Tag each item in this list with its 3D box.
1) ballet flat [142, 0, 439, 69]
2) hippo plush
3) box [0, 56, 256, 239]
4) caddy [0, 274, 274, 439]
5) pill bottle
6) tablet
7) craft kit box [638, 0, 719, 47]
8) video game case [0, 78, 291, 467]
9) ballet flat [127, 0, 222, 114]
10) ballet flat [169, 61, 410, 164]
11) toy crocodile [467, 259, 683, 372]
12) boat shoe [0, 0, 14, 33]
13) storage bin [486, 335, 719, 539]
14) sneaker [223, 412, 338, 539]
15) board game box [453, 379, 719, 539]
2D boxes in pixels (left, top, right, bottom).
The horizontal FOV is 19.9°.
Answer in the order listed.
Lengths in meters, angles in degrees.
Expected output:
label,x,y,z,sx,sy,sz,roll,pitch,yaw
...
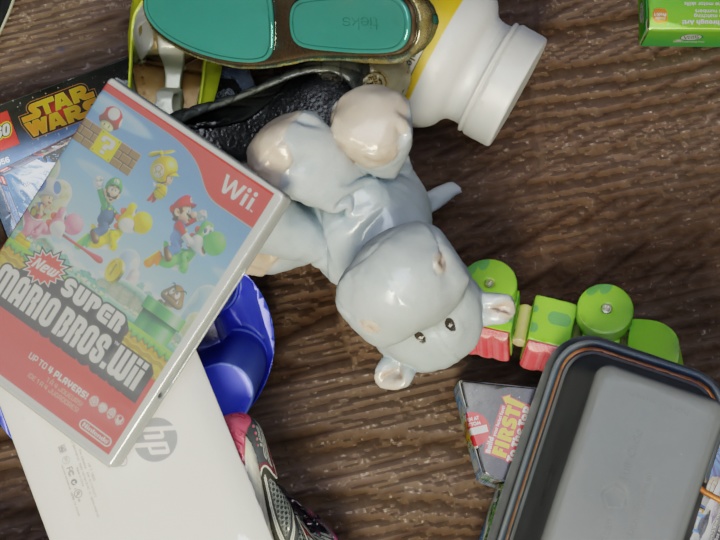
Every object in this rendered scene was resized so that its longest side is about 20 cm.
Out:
label,x,y,z,sx,sy,sz,roll,pitch,yaw
ballet flat,-0.043,-0.166,1.333,0.200,0.071,0.071,6,78,22
hippo plush,0.000,0.000,1.318,0.159,0.200,0.161,-27,62,5
box,-0.159,-0.075,1.426,0.200,0.040,0.137,-21,81,-6
caddy,-0.156,0.062,1.368,0.200,0.105,0.141,-20,98,2
pill bottle,0.022,-0.170,1.413,0.200,0.112,0.112,29,80,3
tablet,-0.145,0.115,1.272,0.130,0.014,0.200,-25,72,3
craft kit box,0.299,-0.259,1.476,0.200,0.049,0.198,1,77,-2
video game case,-0.153,0.001,1.271,0.143,0.017,0.200,34,93,18
ballet flat,-0.129,-0.125,1.382,0.067,0.067,0.200,4,79,0
ballet flat,-0.056,-0.093,1.331,0.200,0.057,0.066,-23,96,-12
toy crocodile,0.122,0.042,1.388,0.200,0.068,0.062,12,61,7
boat shoe,-0.285,-0.186,1.432,0.075,0.062,0.200,11,78,2
storage bin,0.165,0.149,1.274,0.146,0.134,0.200,19,87,2
sneaker,-0.054,0.174,1.336,0.075,0.081,0.200,-30,122,-22
board game box,0.142,0.158,1.381,0.200,0.062,0.200,20,79,3
